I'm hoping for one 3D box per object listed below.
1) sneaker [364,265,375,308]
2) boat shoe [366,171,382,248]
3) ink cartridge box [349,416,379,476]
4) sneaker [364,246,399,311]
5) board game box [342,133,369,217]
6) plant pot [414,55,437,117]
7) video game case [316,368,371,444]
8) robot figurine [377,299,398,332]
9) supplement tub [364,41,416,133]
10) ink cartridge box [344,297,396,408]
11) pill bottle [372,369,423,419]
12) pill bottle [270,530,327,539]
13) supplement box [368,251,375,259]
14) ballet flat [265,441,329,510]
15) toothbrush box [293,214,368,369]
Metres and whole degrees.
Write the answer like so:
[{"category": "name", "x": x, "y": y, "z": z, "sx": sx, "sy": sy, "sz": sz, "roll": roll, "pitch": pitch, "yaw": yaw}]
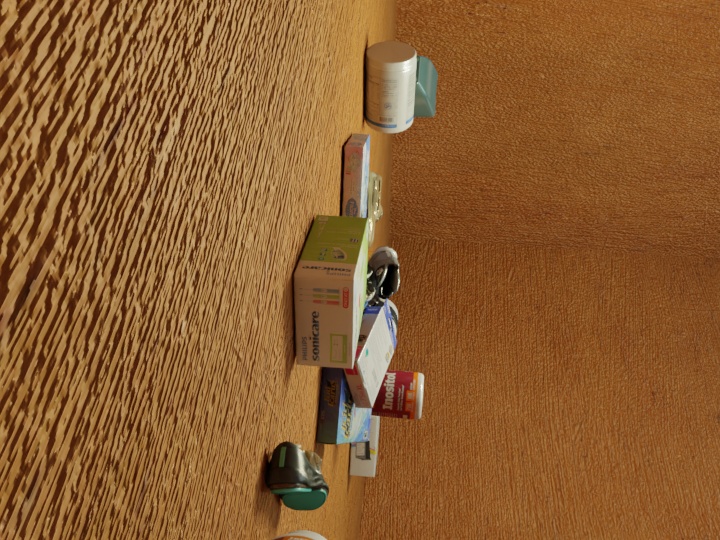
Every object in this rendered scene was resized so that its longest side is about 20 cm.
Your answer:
[{"category": "sneaker", "x": -0.022, "y": 0.034, "z": 1.475, "sx": 0.200, "sy": 0.078, "sz": 0.089, "roll": -92, "pitch": -153, "yaw": -66}, {"category": "boat shoe", "x": 0.024, "y": -0.143, "z": 1.713, "sx": 0.071, "sy": 0.064, "sz": 0.201, "roll": -15, "pitch": -113, "yaw": 54}, {"category": "ink cartridge box", "x": 0.015, "y": 0.526, "z": 2.264, "sx": 0.148, "sy": 0.085, "sz": 0.201, "roll": -62, "pitch": 154, "yaw": -80}, {"category": "sneaker", "x": 0.023, "y": 0.051, "z": 1.538, "sx": 0.201, "sy": 0.075, "sz": 0.116, "roll": -62, "pitch": -158, "yaw": 15}, {"category": "board game box", "x": -0.009, "y": -0.181, "z": 1.540, "sx": 0.200, "sy": 0.043, "sz": 0.200, "roll": -76, "pitch": 169, "yaw": -71}, {"category": "plant pot", "x": 0.182, "y": -0.719, "z": 2.748, "sx": 0.200, "sy": 0.195, "sz": 0.197, "roll": 46, "pitch": 47, "yaw": -71}, {"category": "video game case", "x": -0.023, "y": 0.237, "z": 1.412, "sx": 0.181, "sy": 0.045, "sz": 0.201, "roll": 26, "pitch": 67, "yaw": -66}, {"category": "robot figurine", "x": 0.047, "y": 0.154, "z": 2.118, "sx": 0.125, "sy": 0.150, "sz": 0.200, "roll": -56, "pitch": -173, "yaw": 20}, {"category": "supplement tub", "x": 0.076, "y": -0.469, "z": 1.845, "sx": 0.132, "sy": 0.131, "sz": 0.201, "roll": -81, "pitch": 174, "yaw": -49}, {"category": "ink cartridge box", "x": 0.022, "y": 0.158, "z": 1.408, "sx": 0.200, "sy": 0.042, "sz": 0.120, "roll": -60, "pitch": 143, "yaw": -49}, {"category": "pill bottle", "x": 0.050, "y": 0.295, "z": 1.729, "sx": 0.113, "sy": 0.199, "sz": 0.114, "roll": 4, "pitch": 90, "yaw": -86}, {"category": "pill bottle", "x": -0.071, "y": 0.330, "z": 0.714, "sx": 0.200, "sy": 0.112, "sz": 0.113, "roll": 43, "pitch": 51, "yaw": -85}, {"category": "supplement box", "x": 0.000, "y": 0.000, "z": 1.692, "sx": 0.200, "sy": 0.066, "sz": 0.069, "roll": -61, "pitch": 157, "yaw": -79}, {"category": "ballet flat", "x": -0.076, "y": 0.259, "z": 0.913, "sx": 0.200, "sy": 0.068, "sz": 0.069, "roll": 86, "pitch": 1, "yaw": -65}, {"category": "toothbrush box", "x": -0.039, "y": 0.025, "z": 1.048, "sx": 0.200, "sy": 0.086, "sz": 0.146, "roll": -75, "pitch": 168, "yaw": -62}]
